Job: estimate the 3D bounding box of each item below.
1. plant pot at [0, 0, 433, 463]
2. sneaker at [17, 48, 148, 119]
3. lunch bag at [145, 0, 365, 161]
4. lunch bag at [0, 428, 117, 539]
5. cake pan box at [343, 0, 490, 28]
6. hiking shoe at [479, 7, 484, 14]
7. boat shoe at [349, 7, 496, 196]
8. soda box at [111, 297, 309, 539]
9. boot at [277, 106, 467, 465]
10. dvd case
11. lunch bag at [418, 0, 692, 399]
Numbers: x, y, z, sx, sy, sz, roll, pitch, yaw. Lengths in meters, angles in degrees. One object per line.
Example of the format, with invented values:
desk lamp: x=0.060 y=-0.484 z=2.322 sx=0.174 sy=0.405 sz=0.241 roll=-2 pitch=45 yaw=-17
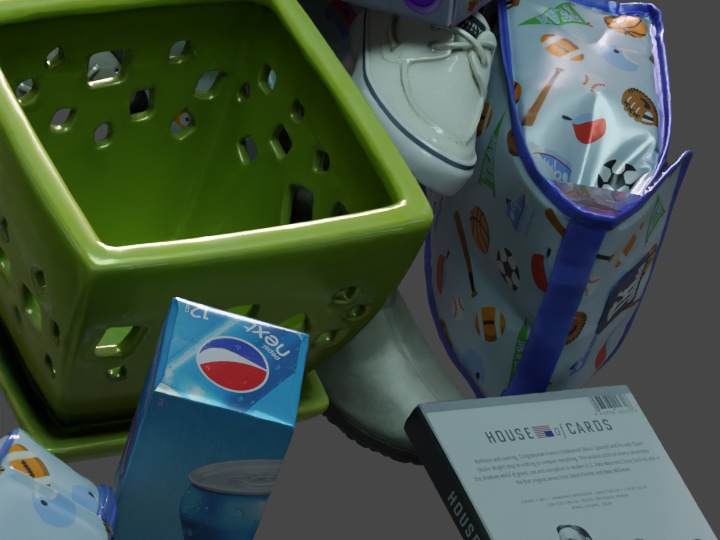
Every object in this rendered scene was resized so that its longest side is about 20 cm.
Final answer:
plant pot: x=-0.108 y=-0.019 z=1.518 sx=0.198 sy=0.182 sz=0.200 roll=-9 pitch=50 yaw=-29
sneaker: x=-0.176 y=-0.093 z=1.598 sx=0.115 sy=0.075 sz=0.201 roll=31 pitch=81 yaw=3
lunch bag: x=-0.098 y=-0.162 z=1.721 sx=0.200 sy=0.122 sz=0.170 roll=39 pitch=45 yaw=11
lunch bag: x=-0.184 y=0.174 z=1.309 sx=0.075 sy=0.160 sz=0.200 roll=34 pitch=40 yaw=-14
cake pan box: x=0.011 y=-0.204 z=1.648 sx=0.183 sy=0.053 sz=0.200 roll=17 pitch=28 yaw=19
hiking shoe: x=0.068 y=-0.151 z=1.799 sx=0.074 sy=0.087 sz=0.201 roll=13 pitch=39 yaw=-10
boat shoe: x=0.039 y=-0.112 z=1.592 sx=0.071 sy=0.070 sz=0.200 roll=32 pitch=22 yaw=-17
soda box: x=-0.082 y=0.110 z=1.377 sx=0.067 sy=0.201 sz=0.064 roll=15 pitch=42 yaw=-6
boot: x=0.000 y=0.000 z=1.580 sx=0.068 sy=0.131 sz=0.200 roll=-21 pitch=56 yaw=-37
dvd case: x=0.125 y=0.147 z=1.528 sx=0.150 sy=0.025 sz=0.200 roll=-2 pitch=51 yaw=-38
lunch bag: x=0.107 y=-0.034 z=1.634 sx=0.123 sy=0.171 sz=0.201 roll=10 pitch=40 yaw=-8
